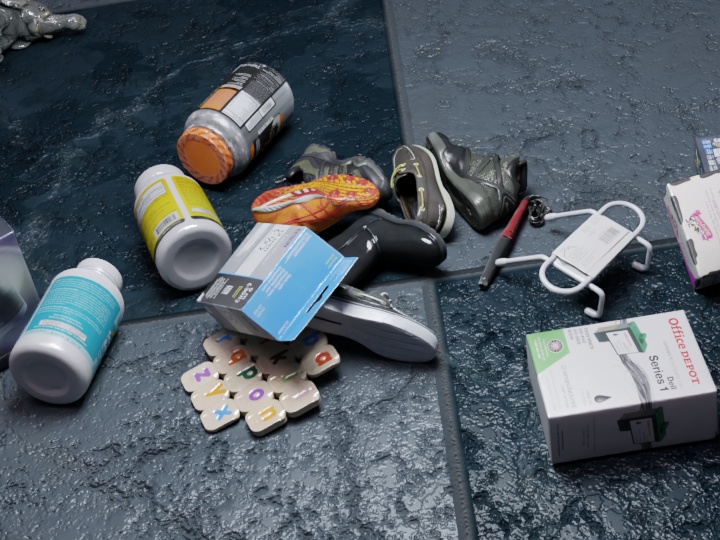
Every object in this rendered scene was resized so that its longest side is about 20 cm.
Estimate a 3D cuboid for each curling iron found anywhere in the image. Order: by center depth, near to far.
[{"bbox_3d":[0.215,-0.044,1.762,0.049,0.026,0.200,14,46,31],"label":"curling iron"}]

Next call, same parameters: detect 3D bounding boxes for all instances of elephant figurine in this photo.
[{"bbox_3d":[-0.664,-0.482,2.425,0.199,0.156,0.141,-32,-1,-39],"label":"elephant figurine"}]

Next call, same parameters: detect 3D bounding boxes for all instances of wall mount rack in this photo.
[{"bbox_3d":[0.286,-0.025,1.681,0.173,0.075,0.200,33,55,28],"label":"wall mount rack"}]

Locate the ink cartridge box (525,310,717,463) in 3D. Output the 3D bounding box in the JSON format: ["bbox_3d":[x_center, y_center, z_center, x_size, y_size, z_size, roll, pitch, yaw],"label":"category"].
[{"bbox_3d":[0.307,0.135,1.481,0.197,0.085,0.147,-10,40,2],"label":"ink cartridge box"}]

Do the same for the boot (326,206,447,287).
[{"bbox_3d":[-0.001,0.000,1.726,0.199,0.066,0.164,-36,37,-31],"label":"boot"}]

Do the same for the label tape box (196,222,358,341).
[{"bbox_3d":[-0.111,0.012,1.627,0.144,0.066,0.199,-52,26,-18],"label":"label tape box"}]

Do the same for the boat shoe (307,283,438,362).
[{"bbox_3d":[0.013,0.055,1.628,0.198,0.073,0.071,20,50,10],"label":"boat shoe"}]

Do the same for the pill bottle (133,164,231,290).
[{"bbox_3d":[-0.267,-0.070,1.833,0.111,0.113,0.201,-20,40,-12],"label":"pill bottle"}]

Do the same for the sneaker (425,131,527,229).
[{"bbox_3d":[0.175,-0.147,1.858,0.113,0.077,0.200,-21,44,-16],"label":"sneaker"}]

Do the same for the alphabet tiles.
[{"bbox_3d":[-0.131,0.131,1.633,0.194,0.015,0.200,-29,42,-10],"label":"alphabet tiles"}]

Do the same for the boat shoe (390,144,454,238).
[{"bbox_3d":[0.080,-0.126,1.843,0.060,0.072,0.202,11,33,-26],"label":"boat shoe"}]

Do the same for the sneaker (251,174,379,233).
[{"bbox_3d":[-0.061,-0.090,1.833,0.197,0.078,0.073,-8,31,23],"label":"sneaker"}]

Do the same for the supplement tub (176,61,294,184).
[{"bbox_3d":[-0.202,-0.234,2.007,0.121,0.124,0.200,13,45,26],"label":"supplement tub"}]

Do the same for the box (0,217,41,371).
[{"bbox_3d":[-0.548,0.045,1.692,0.199,0.200,0.123,-32,44,-24],"label":"box"}]

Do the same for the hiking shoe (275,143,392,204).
[{"bbox_3d":[-0.037,-0.124,1.889,0.199,0.076,0.101,21,56,44],"label":"hiking shoe"}]

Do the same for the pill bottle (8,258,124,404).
[{"bbox_3d":[-0.387,0.074,1.690,0.109,0.112,0.201,2,41,15],"label":"pill bottle"}]

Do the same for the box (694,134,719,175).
[{"bbox_3d":[0.562,-0.120,1.754,0.155,0.051,0.201,-4,41,7],"label":"box"}]

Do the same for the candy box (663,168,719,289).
[{"bbox_3d":[0.513,-0.070,1.639,0.197,0.061,0.138,-15,71,3],"label":"candy box"}]
